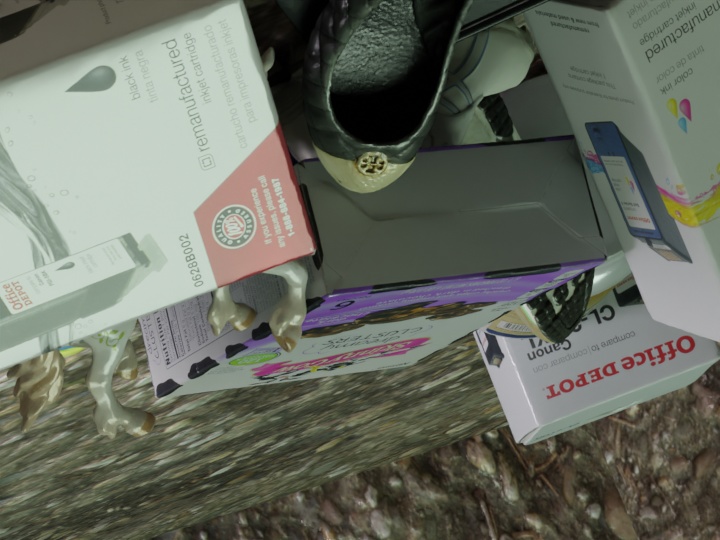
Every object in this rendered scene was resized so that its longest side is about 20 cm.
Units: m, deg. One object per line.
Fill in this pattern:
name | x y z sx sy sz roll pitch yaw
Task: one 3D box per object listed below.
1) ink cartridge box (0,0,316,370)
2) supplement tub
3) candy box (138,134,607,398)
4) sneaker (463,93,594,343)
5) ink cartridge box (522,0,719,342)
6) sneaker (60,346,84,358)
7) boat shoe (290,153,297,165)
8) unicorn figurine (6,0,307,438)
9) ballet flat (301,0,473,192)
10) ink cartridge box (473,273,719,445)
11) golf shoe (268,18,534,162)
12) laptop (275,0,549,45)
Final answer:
ink cartridge box | -0.135 -0.046 1.115 0.199 0.083 0.147 -21 131 -5
supplement tub | 0.116 -0.042 1.733 0.144 0.145 0.200 -20 171 -11
candy box | 0.000 0.000 1.380 0.167 0.072 0.200 -7 167 -31
sneaker | 0.068 -0.042 1.595 0.077 0.200 0.088 -45 -155 -29
ink cartridge box | 0.184 -0.085 1.324 0.145 0.201 0.087 -34 -152 -20
sneaker | -0.207 0.015 1.540 0.199 0.076 0.105 -18 170 -15
boat shoe | -0.032 -0.052 1.516 0.072 0.072 0.200 -44 140 6
unicorn figurine | -0.081 -0.012 1.236 0.200 0.074 0.138 -43 137 -28
ballet flat | 0.014 -0.099 1.185 0.066 0.057 0.200 -2 142 -14
ink cartridge box | 0.146 0.002 1.878 0.145 0.201 0.083 -20 171 -11
golf shoe | 0.029 -0.082 1.453 0.200 0.098 0.078 -14 167 -44
laptop | 0.051 -0.175 1.237 0.187 0.116 0.200 -23 -160 12
